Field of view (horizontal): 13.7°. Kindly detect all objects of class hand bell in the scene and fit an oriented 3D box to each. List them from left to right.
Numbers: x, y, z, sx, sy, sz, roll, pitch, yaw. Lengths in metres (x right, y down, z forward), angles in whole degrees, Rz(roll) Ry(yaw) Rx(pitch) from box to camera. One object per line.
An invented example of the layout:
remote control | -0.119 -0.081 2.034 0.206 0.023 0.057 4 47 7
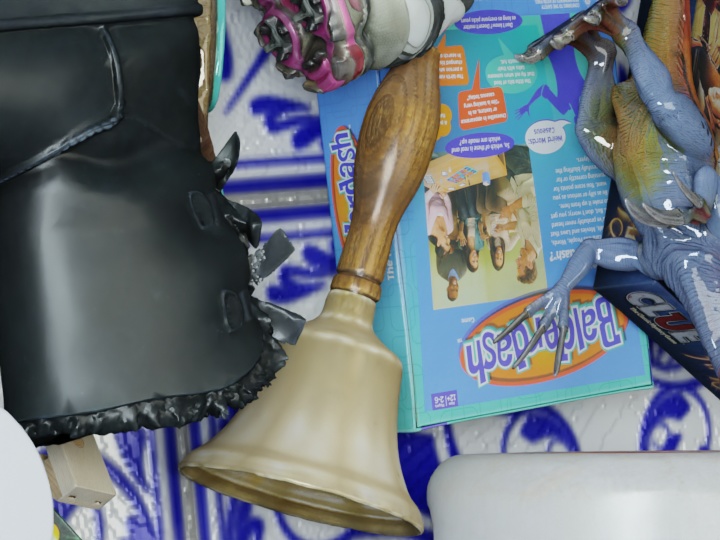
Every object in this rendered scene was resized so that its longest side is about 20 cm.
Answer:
hand bell | 0.000 0.000 1.239 0.104 0.104 0.201 23 76 -37

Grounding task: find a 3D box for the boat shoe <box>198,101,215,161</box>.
boat shoe | -0.103 -0.054 1.150 0.074 0.075 0.203 5 73 -36

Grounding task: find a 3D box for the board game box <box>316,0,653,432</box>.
board game box | 0.055 -0.036 1.336 0.152 0.045 0.201 -7 91 -41

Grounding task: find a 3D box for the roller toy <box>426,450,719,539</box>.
roller toy | 0.116 0.148 1.288 0.182 0.200 0.140 2 87 -29

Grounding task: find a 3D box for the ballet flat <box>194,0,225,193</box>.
ballet flat | -0.090 -0.057 1.213 0.072 0.068 0.201 -3 93 -20

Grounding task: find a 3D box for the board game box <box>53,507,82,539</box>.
board game box | -0.157 0.059 1.111 0.023 0.105 0.200 -44 115 -13

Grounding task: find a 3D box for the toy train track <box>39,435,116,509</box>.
toy train track | -0.142 0.007 1.124 0.115 0.033 0.200 19 39 -53

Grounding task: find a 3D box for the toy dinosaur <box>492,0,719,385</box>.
toy dinosaur | 0.144 -0.035 1.285 0.200 0.105 0.182 -37 94 -30

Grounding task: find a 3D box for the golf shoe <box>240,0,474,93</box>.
golf shoe | -0.025 -0.176 1.243 0.092 0.073 0.201 -24 89 -30

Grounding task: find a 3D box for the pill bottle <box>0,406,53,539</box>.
pill bottle | -0.194 0.085 1.014 0.112 0.200 0.113 4 84 -40

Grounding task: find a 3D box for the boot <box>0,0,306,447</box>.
boot | -0.121 -0.017 1.043 0.198 0.073 0.163 -11 93 -30

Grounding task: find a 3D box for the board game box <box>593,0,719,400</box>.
board game box | 0.170 -0.055 1.407 0.135 0.034 0.201 38 55 -47
